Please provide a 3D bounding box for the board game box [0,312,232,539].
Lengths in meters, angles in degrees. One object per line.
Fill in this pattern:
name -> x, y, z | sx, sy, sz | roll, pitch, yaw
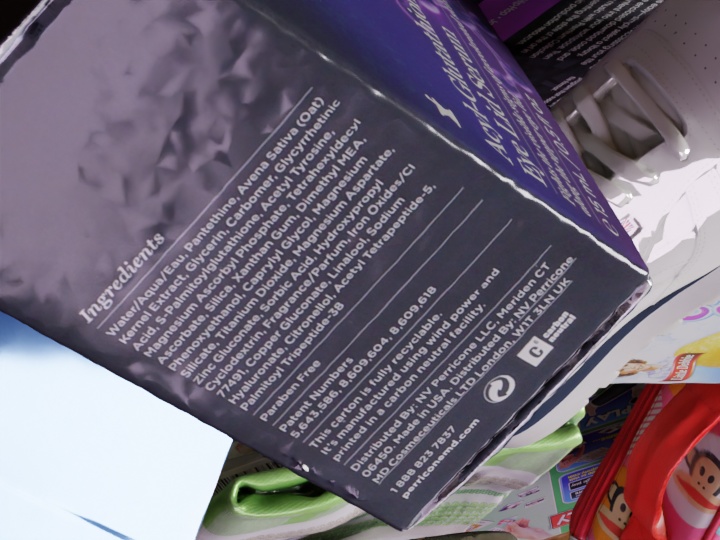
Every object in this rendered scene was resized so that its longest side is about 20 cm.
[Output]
board game box -> -0.127, 0.070, 0.949 | 0.158, 0.201, 0.039 | 29, 166, -37

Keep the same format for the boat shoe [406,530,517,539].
boat shoe -> -0.007, 0.159, 1.142 | 0.075, 0.074, 0.200 | -2, 160, -44

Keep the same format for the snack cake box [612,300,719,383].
snack cake box -> 0.147, -0.018, 0.976 | 0.114, 0.068, 0.200 | -2, 163, -12

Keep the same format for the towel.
towel -> -0.004, 0.099, 1.114 | 0.148, 0.031, 0.200 | -14, 168, -18

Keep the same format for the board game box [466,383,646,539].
board game box -> 0.061, 0.081, 1.243 | 0.199, 0.029, 0.135 | -18, 149, -2

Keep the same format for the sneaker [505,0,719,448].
sneaker -> 0.069, -0.019, 0.850 | 0.080, 0.077, 0.200 | 8, 129, -48

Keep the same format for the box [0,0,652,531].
box -> -0.042, -0.045, 0.761 | 0.200, 0.148, 0.104 | 32, 110, -38

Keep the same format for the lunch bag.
lunch bag -> 0.173, 0.063, 1.174 | 0.175, 0.082, 0.201 | -13, 140, -41

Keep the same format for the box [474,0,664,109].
box -> 0.104, -0.082, 0.936 | 0.199, 0.036, 0.143 | 8, 160, -27

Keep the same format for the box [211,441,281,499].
box -> -0.096, 0.033, 1.049 | 0.155, 0.041, 0.200 | -20, 142, 12
